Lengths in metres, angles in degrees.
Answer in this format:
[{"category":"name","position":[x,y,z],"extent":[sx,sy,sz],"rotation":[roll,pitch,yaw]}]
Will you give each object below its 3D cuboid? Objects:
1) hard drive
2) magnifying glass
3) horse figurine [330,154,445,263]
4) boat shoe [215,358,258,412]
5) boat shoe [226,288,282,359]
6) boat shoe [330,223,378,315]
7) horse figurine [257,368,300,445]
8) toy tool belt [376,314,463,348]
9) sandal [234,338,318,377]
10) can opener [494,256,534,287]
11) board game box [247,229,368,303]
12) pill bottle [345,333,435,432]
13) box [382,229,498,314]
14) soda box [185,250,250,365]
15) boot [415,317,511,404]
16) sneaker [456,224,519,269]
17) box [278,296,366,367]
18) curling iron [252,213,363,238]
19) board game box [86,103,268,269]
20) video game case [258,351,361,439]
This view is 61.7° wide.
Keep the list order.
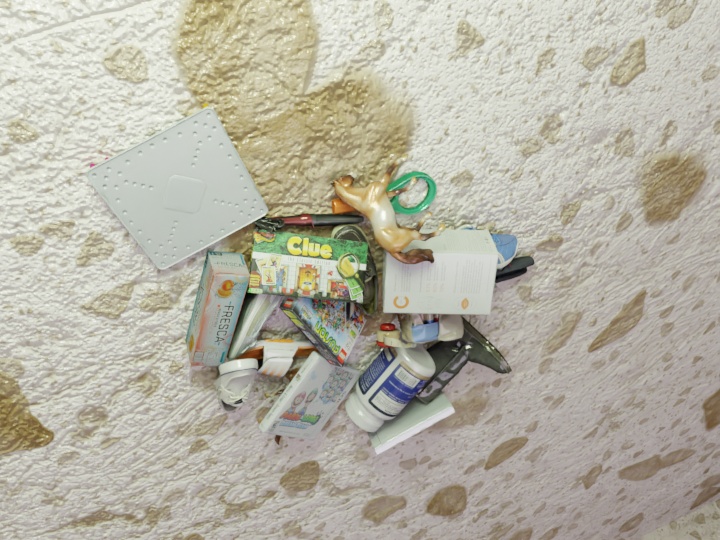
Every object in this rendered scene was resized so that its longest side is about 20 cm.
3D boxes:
[{"category":"hard drive","position":[0.106,0.334,1.383],"extent":[0.197,0.132,0.027],"rotation":[-27,109,-5]},{"category":"magnifying glass","position":[0.044,-0.126,1.055],"extent":[0.196,0.023,0.081],"rotation":[-11,130,-18]},{"category":"horse figurine","position":[0.054,-0.090,0.987],"extent":[0.131,0.050,0.203],"rotation":[-28,91,-12]},{"category":"boat shoe","position":[-0.229,0.214,1.100],"extent":[0.071,0.067,0.200],"rotation":[-3,157,-27]},{"category":"boat shoe","position":[-0.183,0.075,1.067],"extent":[0.064,0.075,0.204],"rotation":[18,109,-32]},{"category":"boat shoe","position":[0.000,0.000,1.103],"extent":[0.072,0.065,0.202],"rotation":[-25,132,-3]},{"category":"horse figurine","position":[-0.143,0.263,1.248],"extent":[0.130,0.050,0.204],"rotation":[-9,124,-32]},{"category":"toy tool belt","position":[0.117,0.077,1.208],"extent":[0.196,0.124,0.126],"rotation":[-6,98,-26]},{"category":"sandal","position":[-0.140,0.170,1.156],"extent":[0.203,0.060,0.079],"rotation":[0,153,-27]},{"category":"can opener","position":[0.290,0.000,1.245],"extent":[0.197,0.080,0.063],"rotation":[-12,159,-31]},{"category":"board game box","position":[-0.087,-0.005,1.014],"extent":[0.196,0.023,0.107],"rotation":[6,83,-14]},{"category":"pill bottle","position":[0.060,0.245,1.296],"extent":[0.115,0.116,0.201],"rotation":[24,113,-38]},{"category":"box","position":[0.139,0.002,1.097],"extent":[0.195,0.098,0.127],"rotation":[1,119,-1]},{"category":"soda box","position":[-0.247,0.068,1.030],"extent":[0.062,0.069,0.203],"rotation":[4,125,-30]},{"category":"boot","position":[0.210,0.224,1.340],"extent":[0.201,0.181,0.073],"rotation":[-49,173,4]},{"category":"sneaker","position":[0.228,-0.046,1.174],"extent":[0.196,0.076,0.078],"rotation":[-11,134,-20]},{"category":"box","position":[-0.064,0.081,1.117],"extent":[0.111,0.034,0.201],"rotation":[-61,140,-24]},{"category":"curling iron","position":[-0.085,-0.078,1.012],"extent":[0.196,0.050,0.026],"rotation":[-5,128,-27]},{"category":"board game box","position":[-0.265,-0.119,0.900],"extent":[0.197,0.026,0.202],"rotation":[-28,134,-3]},{"category":"video game case","position":[-0.096,0.262,1.230],"extent":[0.183,0.024,0.200],"rotation":[-53,148,1]}]
